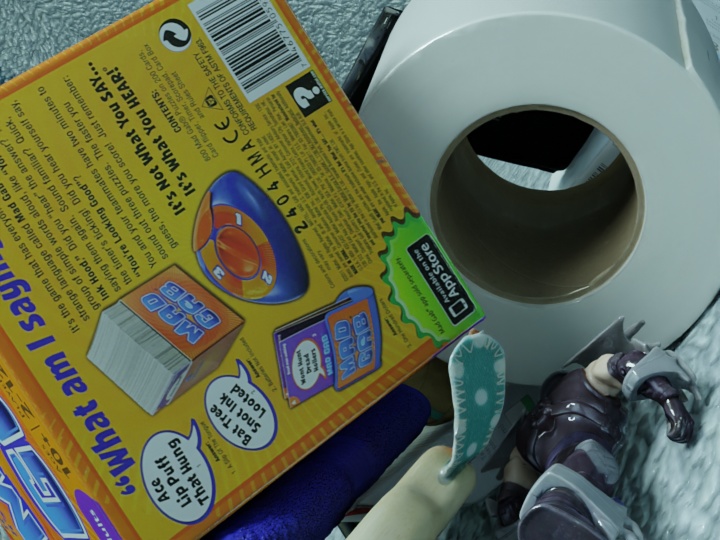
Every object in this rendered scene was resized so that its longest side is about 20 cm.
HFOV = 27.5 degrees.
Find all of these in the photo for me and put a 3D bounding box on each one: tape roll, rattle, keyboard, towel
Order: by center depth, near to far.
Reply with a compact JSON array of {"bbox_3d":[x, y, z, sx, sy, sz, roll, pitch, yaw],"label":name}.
[{"bbox_3d":[0.043,0.140,0.609,0.200,0.142,0.131,-46,-27,-20],"label":"rattle"},{"bbox_3d":[-0.058,0.125,0.695,0.148,0.050,0.200,-42,-2,30],"label":"towel"},{"bbox_3d":[0.096,-0.060,0.778,0.203,0.202,0.139,-55,8,27],"label":"tape roll"},{"bbox_3d":[0.077,-0.124,0.908,0.104,0.199,0.040,-55,46,26],"label":"keyboard"}]

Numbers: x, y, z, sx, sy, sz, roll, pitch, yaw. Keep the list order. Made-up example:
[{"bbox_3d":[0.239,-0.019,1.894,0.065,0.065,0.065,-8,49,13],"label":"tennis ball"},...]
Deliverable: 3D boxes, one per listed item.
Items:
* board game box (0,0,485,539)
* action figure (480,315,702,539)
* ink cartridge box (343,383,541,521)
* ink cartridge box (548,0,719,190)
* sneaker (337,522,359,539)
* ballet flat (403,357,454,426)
[{"bbox_3d":[-0.106,0.009,0.704,0.199,0.201,0.200,-35,4,-27],"label":"board game box"},{"bbox_3d":[0.099,0.098,0.665,0.131,0.069,0.200,-64,0,25],"label":"action figure"},{"bbox_3d":[0.013,0.138,0.862,0.199,0.050,0.161,-37,0,-19],"label":"ink cartridge box"},{"bbox_3d":[0.194,-0.129,1.002,0.160,0.047,0.201,-55,10,38],"label":"ink cartridge box"},{"bbox_3d":[-0.006,0.113,1.002,0.073,0.201,0.081,-24,24,-4],"label":"sneaker"},{"bbox_3d":[0.000,0.000,0.842,0.069,0.063,0.201,-47,55,21],"label":"ballet flat"}]
